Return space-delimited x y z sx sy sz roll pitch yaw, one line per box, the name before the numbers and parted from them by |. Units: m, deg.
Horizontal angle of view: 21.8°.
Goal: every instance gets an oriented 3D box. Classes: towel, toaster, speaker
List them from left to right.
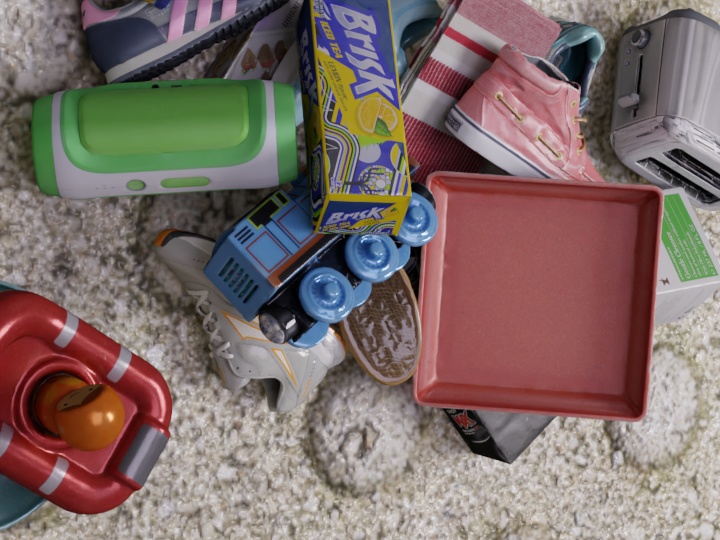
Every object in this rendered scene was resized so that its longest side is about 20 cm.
speaker | -0.149 -0.101 1.444 0.199 0.088 0.089 -3 97 -2
towel | 0.082 -0.146 1.598 0.144 0.023 0.201 21 103 -50
toaster | 0.320 -0.142 1.745 0.199 0.113 0.130 28 66 -30

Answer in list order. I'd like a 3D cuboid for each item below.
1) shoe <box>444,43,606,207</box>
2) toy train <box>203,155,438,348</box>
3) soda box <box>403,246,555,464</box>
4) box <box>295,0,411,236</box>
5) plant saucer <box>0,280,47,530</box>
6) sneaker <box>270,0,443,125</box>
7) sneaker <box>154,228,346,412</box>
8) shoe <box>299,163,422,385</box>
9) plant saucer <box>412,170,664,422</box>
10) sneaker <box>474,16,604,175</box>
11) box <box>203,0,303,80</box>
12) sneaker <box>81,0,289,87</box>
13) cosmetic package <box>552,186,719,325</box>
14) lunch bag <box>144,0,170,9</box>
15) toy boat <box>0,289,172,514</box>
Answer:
shoe | 0.171 -0.114 1.603 0.200 0.072 0.091 29 106 -31
toy train | -0.026 -0.026 1.485 0.114 0.087 0.200 47 58 1
soda box | 0.089 0.075 1.662 0.071 0.063 0.200 -43 114 -20
box | -0.007 -0.129 1.463 0.070 0.064 0.201 1 61 -13
plant saucer | -0.306 0.103 1.436 0.199 0.036 0.201 -3 96 -31
sneaker | -0.004 -0.173 1.560 0.082 0.074 0.200 36 71 14
sneaker | -0.101 0.046 1.539 0.200 0.076 0.092 41 78 -27
shoe | 0.000 0.000 1.581 0.070 0.053 0.201 -21 90 -2
plant saucer | 0.149 0.021 1.585 0.199 0.037 0.201 4 97 3
sneaker | 0.154 -0.139 1.670 0.077 0.086 0.201 28 80 -30
box | -0.078 -0.196 1.549 0.039 0.041 0.201 38 75 -28
sneaker | -0.127 -0.220 1.483 0.199 0.070 0.082 -29 88 -15
cosmetic package | 0.218 -0.001 1.702 0.199 0.085 0.108 -10 66 -32
lunch bag | -0.184 -0.326 1.429 0.150 0.094 0.201 22 56 -25
toy boat | -0.219 0.101 1.392 0.200 0.131 0.131 35 76 -29
